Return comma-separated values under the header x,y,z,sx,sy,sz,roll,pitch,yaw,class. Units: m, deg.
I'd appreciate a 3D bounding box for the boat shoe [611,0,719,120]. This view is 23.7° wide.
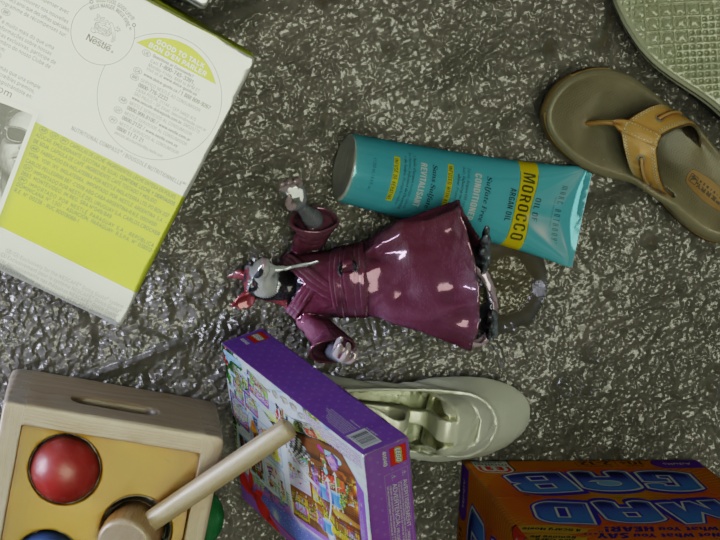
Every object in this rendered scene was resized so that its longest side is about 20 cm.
x,y,z,sx,sy,sz,roll,pitch,yaw,class
0.261,-0.164,1.297,0.200,0.062,0.075,44,95,0,boat shoe

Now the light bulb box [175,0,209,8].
x,y,z,sx,sy,sz,roll,pitch,yaw,class
-0.169,-0.271,1.121,0.197,0.200,0.125,26,94,-14,light bulb box

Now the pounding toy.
x,y,z,sx,sy,sz,roll,pitch,yaw,class
-0.166,0.164,1.228,0.199,0.142,0.185,10,99,-10,pounding toy

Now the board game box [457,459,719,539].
x,y,z,sx,sy,sz,roll,pitch,yaw,class
0.187,0.266,1.290,0.198,0.200,0.202,1,100,-10,board game box

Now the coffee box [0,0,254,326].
x,y,z,sx,sy,sz,roll,pitch,yaw,class
-0.207,-0.109,1.144,0.199,0.200,0.199,26,95,-14,coffee box

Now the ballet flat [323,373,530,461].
x,y,z,sx,sy,sz,roll,pitch,yaw,class
0.039,0.115,1.303,0.198,0.069,0.070,6,99,-12,ballet flat

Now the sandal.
x,y,z,sx,sy,sz,roll,pitch,yaw,class
0.228,-0.089,1.302,0.199,0.054,0.081,33,84,-15,sandal

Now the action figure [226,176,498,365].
x,y,z,sx,sy,sz,roll,pitch,yaw,class
0.000,0.000,1.270,0.198,0.149,0.135,-2,89,9,action figure

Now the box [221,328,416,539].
x,y,z,sx,sy,sz,roll,pitch,yaw,class
-0.029,0.141,1.212,0.039,0.200,0.138,-19,120,-27,box

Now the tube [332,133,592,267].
x,y,z,sx,sy,sz,roll,pitch,yaw,class
0.078,-0.058,1.291,0.199,0.050,0.078,10,100,-19,tube
